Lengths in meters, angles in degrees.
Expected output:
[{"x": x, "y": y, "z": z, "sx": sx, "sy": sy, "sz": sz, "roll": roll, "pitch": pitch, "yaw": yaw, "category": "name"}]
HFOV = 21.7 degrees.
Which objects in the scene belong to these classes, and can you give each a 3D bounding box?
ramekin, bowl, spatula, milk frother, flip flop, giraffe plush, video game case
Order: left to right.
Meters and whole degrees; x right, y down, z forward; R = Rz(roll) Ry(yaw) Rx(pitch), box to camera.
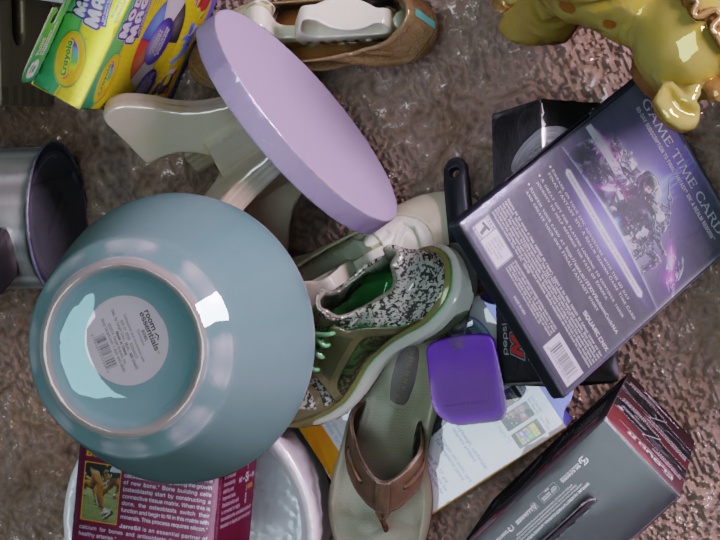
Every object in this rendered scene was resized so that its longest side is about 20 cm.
[{"x": -0.317, "y": 0.012, "z": 1.469, "sx": 0.187, "sy": 0.181, "sz": 0.200, "roll": -1, "pitch": 138, "yaw": 15, "category": "milk frother"}, {"x": -0.139, "y": 0.049, "z": 1.242, "sx": 0.200, "sy": 0.105, "sz": 0.202, "roll": 1, "pitch": 93, "yaw": 14, "category": "bowl"}, {"x": -0.117, "y": 0.189, "z": 1.439, "sx": 0.200, "sy": 0.098, "sz": 0.201, "roll": 1, "pitch": 95, "yaw": 14, "category": "ramekin"}, {"x": 0.021, "y": 0.131, "z": 1.379, "sx": 0.081, "sy": 0.058, "sz": 0.201, "roll": 14, "pitch": 97, "yaw": 11, "category": "flip flop"}, {"x": 0.073, "y": 0.013, "z": 1.365, "sx": 0.056, "sy": 0.021, "sz": 0.201, "roll": -10, "pitch": 69, "yaw": 23, "category": "spatula"}, {"x": 0.167, "y": -0.027, "z": 1.307, "sx": 0.200, "sy": 0.019, "sz": 0.143, "roll": -38, "pitch": 103, "yaw": -28, "category": "video game case"}, {"x": 0.201, "y": -0.179, "z": 1.272, "sx": 0.162, "sy": 0.200, "sz": 0.173, "roll": 42, "pitch": 102, "yaw": 6, "category": "giraffe plush"}]

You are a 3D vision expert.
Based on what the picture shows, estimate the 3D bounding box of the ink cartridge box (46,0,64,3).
[{"x": -0.205, "y": -0.296, "z": 1.392, "sx": 0.084, "sy": 0.146, "sz": 0.201, "roll": 11, "pitch": 99, "yaw": 13, "category": "ink cartridge box"}]

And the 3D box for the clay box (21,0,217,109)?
[{"x": -0.170, "y": -0.176, "z": 1.365, "sx": 0.048, "sy": 0.200, "sz": 0.115, "roll": 29, "pitch": 102, "yaw": 10, "category": "clay box"}]

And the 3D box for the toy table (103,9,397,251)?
[{"x": -0.081, "y": -0.080, "z": 1.356, "sx": 0.117, "sy": 0.184, "sz": 0.200, "roll": -32, "pitch": 108, "yaw": 21, "category": "toy table"}]

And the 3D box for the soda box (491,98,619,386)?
[{"x": 0.138, "y": -0.018, "z": 1.342, "sx": 0.063, "sy": 0.071, "sz": 0.201, "roll": 1, "pitch": 84, "yaw": -28, "category": "soda box"}]

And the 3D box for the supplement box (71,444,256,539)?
[{"x": -0.136, "y": 0.130, "z": 1.342, "sx": 0.110, "sy": 0.086, "sz": 0.201, "roll": 6, "pitch": 93, "yaw": 14, "category": "supplement box"}]

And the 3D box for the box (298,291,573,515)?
[{"x": 0.063, "y": 0.107, "z": 1.417, "sx": 0.200, "sy": 0.041, "sz": 0.119, "roll": -34, "pitch": 86, "yaw": 12, "category": "box"}]

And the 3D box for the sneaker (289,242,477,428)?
[{"x": -0.015, "y": 0.037, "z": 1.349, "sx": 0.200, "sy": 0.088, "sz": 0.077, "roll": -41, "pitch": 48, "yaw": 23, "category": "sneaker"}]

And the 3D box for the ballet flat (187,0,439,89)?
[{"x": -0.043, "y": -0.177, "z": 1.396, "sx": 0.199, "sy": 0.072, "sz": 0.068, "roll": -2, "pitch": 75, "yaw": 15, "category": "ballet flat"}]

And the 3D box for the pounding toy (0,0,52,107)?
[{"x": -0.349, "y": -0.224, "z": 1.436, "sx": 0.183, "sy": 0.142, "sz": 0.201, "roll": 1, "pitch": 96, "yaw": 14, "category": "pounding toy"}]

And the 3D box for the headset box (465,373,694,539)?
[{"x": 0.152, "y": 0.162, "z": 1.316, "sx": 0.077, "sy": 0.200, "sz": 0.149, "roll": 46, "pitch": 104, "yaw": 6, "category": "headset box"}]

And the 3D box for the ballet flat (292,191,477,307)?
[{"x": 0.000, "y": 0.000, "z": 1.409, "sx": 0.200, "sy": 0.069, "sz": 0.070, "roll": -26, "pitch": 89, "yaw": 15, "category": "ballet flat"}]
